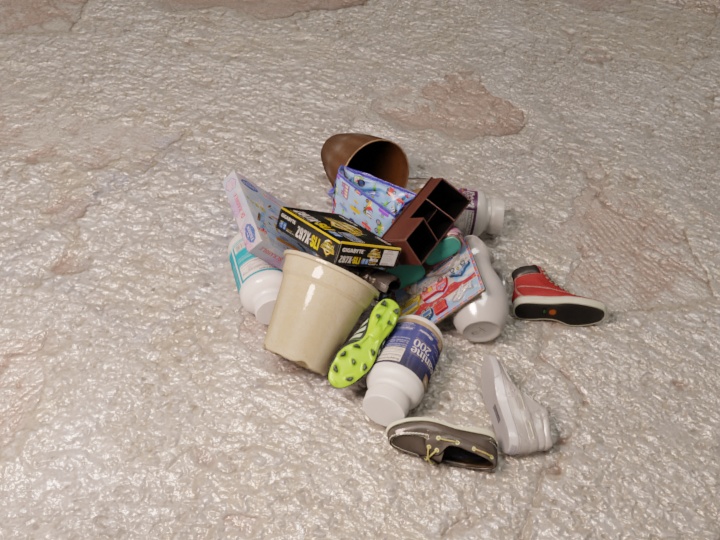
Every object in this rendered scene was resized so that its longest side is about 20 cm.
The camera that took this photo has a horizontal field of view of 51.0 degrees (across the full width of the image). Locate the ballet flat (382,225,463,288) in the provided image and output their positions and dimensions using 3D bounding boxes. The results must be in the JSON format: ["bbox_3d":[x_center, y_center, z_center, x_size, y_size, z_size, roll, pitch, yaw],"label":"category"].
[{"bbox_3d":[0.126,-0.029,1.560,0.199,0.069,0.071,-33,22,19],"label":"ballet flat"}]

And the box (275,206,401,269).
[{"bbox_3d":[-0.045,-0.064,1.453,0.158,0.050,0.199,2,21,-42],"label":"box"}]

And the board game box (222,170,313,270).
[{"bbox_3d":[-0.180,-0.085,1.546,0.041,0.199,0.201,-37,52,16],"label":"board game box"}]

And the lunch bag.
[{"bbox_3d":[0.009,-0.124,1.621,0.199,0.152,0.094,29,47,22],"label":"lunch bag"}]

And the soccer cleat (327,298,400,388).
[{"bbox_3d":[0.008,0.141,1.397,0.067,0.081,0.201,36,68,6],"label":"soccer cleat"}]

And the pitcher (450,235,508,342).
[{"bbox_3d":[0.257,0.051,1.567,0.171,0.121,0.202,30,44,-34],"label":"pitcher"}]

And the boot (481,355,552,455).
[{"bbox_3d":[0.290,0.248,1.402,0.094,0.074,0.202,1,52,-14],"label":"boot"}]

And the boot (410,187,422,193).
[{"bbox_3d":[0.144,-0.082,1.676,0.075,0.074,0.203,-12,86,13],"label":"boot"}]

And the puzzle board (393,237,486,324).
[{"bbox_3d":[0.153,0.038,1.535,0.017,0.199,0.152,36,27,-37],"label":"puzzle board"}]

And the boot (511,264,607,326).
[{"bbox_3d":[0.426,0.043,1.624,0.197,0.073,0.145,7,42,5],"label":"boot"}]

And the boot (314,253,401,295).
[{"bbox_3d":[0.000,0.000,1.522,0.172,0.070,0.200,23,13,6],"label":"boot"}]

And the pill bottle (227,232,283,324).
[{"bbox_3d":[-0.202,0.015,1.547,0.109,0.112,0.201,-9,46,-16],"label":"pill bottle"}]

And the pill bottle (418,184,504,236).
[{"bbox_3d":[0.230,-0.136,1.754,0.197,0.113,0.113,6,43,0],"label":"pill bottle"}]

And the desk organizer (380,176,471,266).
[{"bbox_3d":[0.133,-0.101,1.515,0.077,0.072,0.200,1,44,51],"label":"desk organizer"}]

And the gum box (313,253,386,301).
[{"bbox_3d":[0.000,-0.033,1.668,0.198,0.045,0.170,23,46,17],"label":"gum box"}]

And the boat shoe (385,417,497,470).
[{"bbox_3d":[0.142,0.305,1.313,0.198,0.072,0.061,7,39,-3],"label":"boat shoe"}]

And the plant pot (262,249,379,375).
[{"bbox_3d":[-0.090,0.087,1.413,0.199,0.201,0.185,22,80,15],"label":"plant pot"}]

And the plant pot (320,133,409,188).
[{"bbox_3d":[-0.013,-0.254,1.821,0.185,0.189,0.200,-18,34,-24],"label":"plant pot"}]

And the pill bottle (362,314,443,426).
[{"bbox_3d":[0.077,0.187,1.400,0.110,0.112,0.201,18,45,12],"label":"pill bottle"}]
